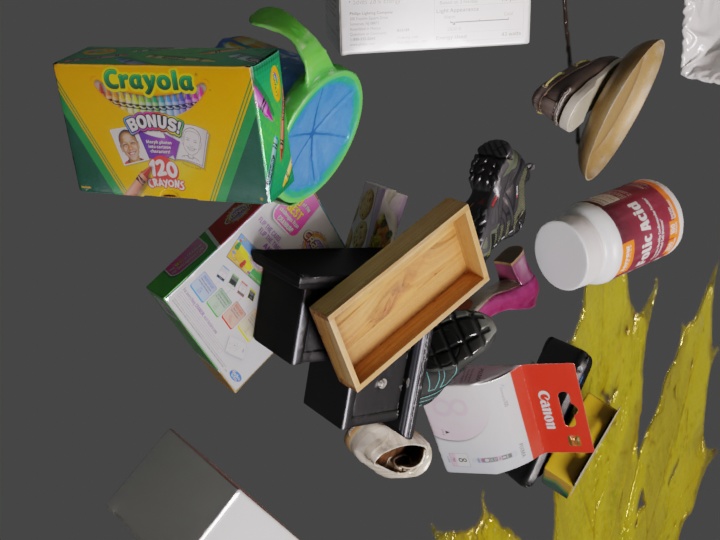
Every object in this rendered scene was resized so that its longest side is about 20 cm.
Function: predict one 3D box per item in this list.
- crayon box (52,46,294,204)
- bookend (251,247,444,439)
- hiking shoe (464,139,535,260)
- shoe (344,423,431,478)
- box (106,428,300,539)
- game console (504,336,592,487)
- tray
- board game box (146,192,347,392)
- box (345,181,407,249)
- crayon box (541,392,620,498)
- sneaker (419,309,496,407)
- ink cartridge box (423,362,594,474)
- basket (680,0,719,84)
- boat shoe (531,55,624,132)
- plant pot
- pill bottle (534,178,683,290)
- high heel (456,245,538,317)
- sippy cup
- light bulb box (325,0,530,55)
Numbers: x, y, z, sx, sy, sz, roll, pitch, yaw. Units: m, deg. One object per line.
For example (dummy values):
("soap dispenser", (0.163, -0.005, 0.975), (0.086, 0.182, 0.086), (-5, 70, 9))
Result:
("crayon box", (-0.161, -0.129, 0.905), (0.058, 0.197, 0.121), (-49, 139, -56))
("bookend", (-0.026, 0.083, 1.119), (0.198, 0.092, 0.202), (-1, 108, -40))
("hiking shoe", (0.166, -0.054, 1.297), (0.100, 0.075, 0.203), (22, 91, -40))
("shoe", (0.045, 0.233, 1.301), (0.070, 0.053, 0.200), (-54, 146, 1))
("box", (-0.146, 0.289, 1.111), (0.107, 0.151, 0.201), (-49, 132, -13))
("game console", (0.285, 0.211, 1.481), (0.115, 0.176, 0.203), (24, 90, -15))
("tray", (0.044, 0.022, 1.067), (0.199, 0.037, 0.100), (-38, 127, -23))
("board game box", (-0.109, 0.006, 1.108), (0.200, 0.040, 0.154), (-45, 130, -18))
("box", (0.000, 0.000, 1.200), (0.038, 0.041, 0.203), (13, 99, -41))
("crayon box", (0.315, 0.253, 1.499), (0.127, 0.051, 0.200), (-56, 164, -10))
("sneaker", (0.081, 0.115, 1.266), (0.198, 0.076, 0.079), (-31, 146, 14))
("ink cartridge box", (0.187, 0.193, 1.336), (0.057, 0.197, 0.164), (-60, 139, -44))
("basket", (0.572, -0.369, 1.445), (0.160, 0.197, 0.203), (-24, 121, -36))
("boat shoe", (0.283, -0.237, 1.328), (0.200, 0.059, 0.073), (-38, 151, -46))
("plant pot", (0.337, -0.214, 1.365), (0.201, 0.027, 0.201), (-50, 161, -25))
("pill bottle", (0.339, -0.048, 1.421), (0.198, 0.114, 0.116), (-21, 119, -34))
("high heel", (0.161, 0.060, 1.348), (0.200, 0.067, 0.097), (-44, 126, -33))
("sippy cup", (-0.087, -0.155, 0.989), (0.180, 0.129, 0.139), (-64, 159, 13))
("light bulb box", (0.062, -0.328, 1.021), (0.195, 0.125, 0.203), (-5, 113, -9))
